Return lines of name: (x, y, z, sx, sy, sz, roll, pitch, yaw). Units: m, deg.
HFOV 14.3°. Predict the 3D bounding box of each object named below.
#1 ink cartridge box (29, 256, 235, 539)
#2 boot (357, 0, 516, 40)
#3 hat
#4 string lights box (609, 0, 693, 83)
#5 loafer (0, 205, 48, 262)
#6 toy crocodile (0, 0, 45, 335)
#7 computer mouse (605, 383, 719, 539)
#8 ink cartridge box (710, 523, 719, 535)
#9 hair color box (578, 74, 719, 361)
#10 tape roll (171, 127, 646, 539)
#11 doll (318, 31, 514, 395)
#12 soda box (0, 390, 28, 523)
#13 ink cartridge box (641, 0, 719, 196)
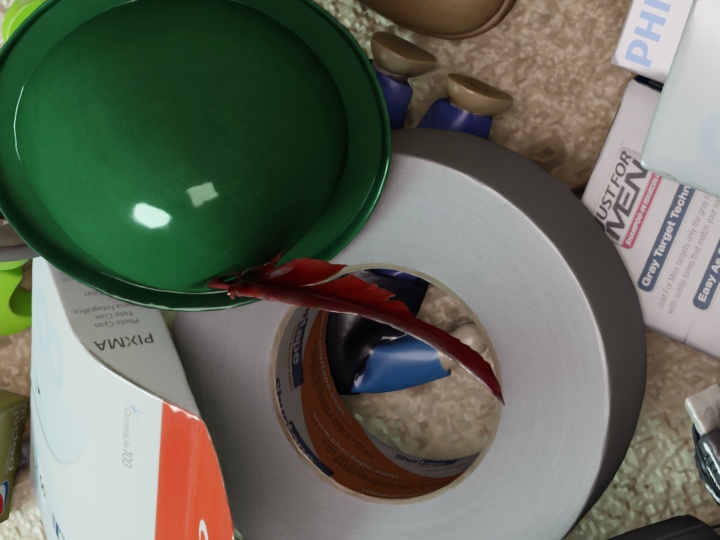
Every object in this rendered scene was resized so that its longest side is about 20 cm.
ink cartridge box: (-0.103, 0.101, 1.252, 0.047, 0.200, 0.161, -7, 133, -16)
boot: (-0.027, -0.148, 1.209, 0.175, 0.200, 0.066, 32, 104, 7)
hat: (-0.069, -0.011, 1.109, 0.200, 0.176, 0.166, -31, 117, 24)
string lights box: (0.219, -0.104, 1.228, 0.199, 0.059, 0.103, 20, 104, 10)
loafer: (-0.105, -0.073, 1.243, 0.199, 0.071, 0.073, -27, 64, -12)
toy crocodile: (-0.145, -0.063, 1.324, 0.061, 0.068, 0.201, 18, 105, -24)
computer mouse: (0.101, 0.146, 1.154, 0.199, 0.053, 0.139, -30, 81, 15)
ink cartridge box: (0.152, 0.161, 1.243, 0.199, 0.146, 0.085, -17, 91, 16)
hair color box: (0.193, -0.003, 1.251, 0.199, 0.061, 0.100, 25, 104, 9)
tape roll: (0.021, 0.042, 1.246, 0.199, 0.066, 0.201, 5, 104, 20)
doll: (0.000, 0.000, 1.306, 0.136, 0.048, 0.201, 28, 104, 9)
soda box: (-0.264, 0.073, 1.373, 0.199, 0.068, 0.064, 13, 101, 12)
ink cartridge box: (0.219, -0.107, 1.149, 0.159, 0.047, 0.201, 21, 114, 10)
